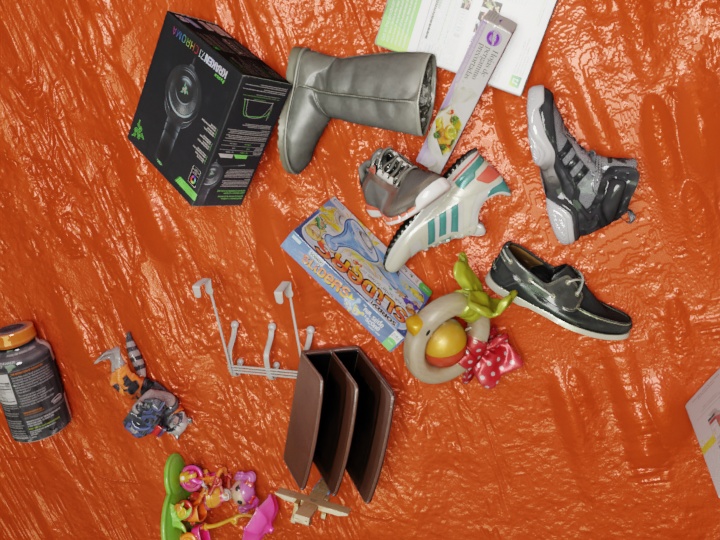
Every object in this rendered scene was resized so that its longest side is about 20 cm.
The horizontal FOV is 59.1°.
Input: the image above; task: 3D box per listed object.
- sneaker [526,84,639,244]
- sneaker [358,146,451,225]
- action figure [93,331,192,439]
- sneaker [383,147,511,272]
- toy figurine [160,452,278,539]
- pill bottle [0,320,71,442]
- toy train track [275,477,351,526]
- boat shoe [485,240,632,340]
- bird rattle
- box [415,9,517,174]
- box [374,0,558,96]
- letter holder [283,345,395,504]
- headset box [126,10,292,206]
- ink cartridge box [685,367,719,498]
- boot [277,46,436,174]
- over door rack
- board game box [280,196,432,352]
[{"bbox_3d":[0.270,-0.137,0.769,0.112,0.076,0.203,-13,110,20],"label":"sneaker"},{"bbox_3d":[0.038,-0.111,0.789,0.077,0.199,0.083,-33,105,-16],"label":"sneaker"},{"bbox_3d":[-0.358,0.202,1.075,0.194,0.105,0.199,49,140,-9],"label":"action figure"},{"bbox_3d":[0.114,-0.058,0.837,0.093,0.070,0.200,39,104,-4],"label":"sneaker"},{"bbox_3d":[-0.236,0.411,1.116,0.181,0.150,0.204,-10,82,7],"label":"toy figurine"},{"bbox_3d":[-0.599,0.196,1.143,0.104,0.106,0.204,-2,108,18],"label":"pill bottle"},{"bbox_3d":[-0.063,0.353,0.978,0.113,0.200,0.033,12,94,12],"label":"toy train track"},{"bbox_3d":[0.265,0.028,0.828,0.198,0.072,0.068,27,119,9],"label":"boat shoe"},{"bbox_3d":[0.126,0.084,0.836,0.161,0.113,0.202,-22,136,-17],"label":"bird rattle"},{"bbox_3d":[0.125,-0.211,0.775,0.038,0.042,0.201,28,131,3],"label":"box"},{"bbox_3d":[0.130,-0.316,0.769,0.197,0.036,0.146,22,114,8],"label":"box"},{"bbox_3d":[-0.034,0.238,0.943,0.099,0.142,0.203,-2,116,-29],"label":"letter holder"},{"bbox_3d":[-0.211,-0.206,0.853,0.174,0.092,0.202,43,119,25],"label":"headset box"},{"bbox_3d":[0.491,0.224,0.755,0.144,0.200,0.084,33,115,3],"label":"ink cartridge box"},{"bbox_3d":[-0.006,-0.199,0.827,0.197,0.073,0.185,14,113,15],"label":"boot"},{"bbox_3d":[-0.151,0.086,0.974,0.145,0.067,0.202,2,130,17],"label":"over door rack"},{"bbox_3d":[0.000,0.000,0.866,0.200,0.136,0.034,43,124,-2],"label":"board game box"}]
